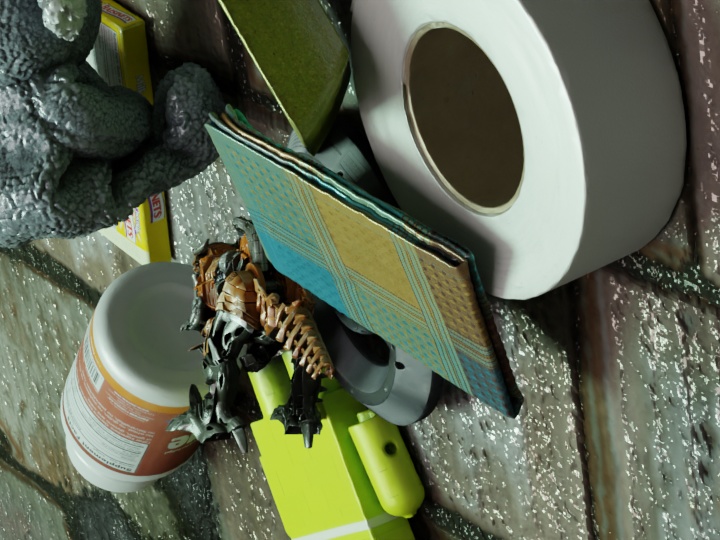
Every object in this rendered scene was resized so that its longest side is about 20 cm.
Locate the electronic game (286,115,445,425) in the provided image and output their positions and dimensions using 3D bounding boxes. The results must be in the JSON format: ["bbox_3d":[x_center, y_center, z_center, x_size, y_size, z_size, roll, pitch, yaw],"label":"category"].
[{"bbox_3d":[0.000,0.000,1.477,0.200,0.041,0.201,51,152,42],"label":"electronic game"}]

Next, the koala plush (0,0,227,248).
[{"bbox_3d":[-0.211,-0.137,1.548,0.177,0.184,0.201,15,132,38],"label":"koala plush"}]

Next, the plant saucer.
[{"bbox_3d":[-0.060,-0.165,1.341,0.201,0.048,0.200,59,-179,0],"label":"plant saucer"}]

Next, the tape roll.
[{"bbox_3d":[0.079,-0.090,1.245,0.202,0.071,0.203,41,143,40],"label":"tape roll"}]

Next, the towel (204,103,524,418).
[{"bbox_3d":[0.004,-0.006,1.341,0.200,0.022,0.147,31,157,35],"label":"towel"}]

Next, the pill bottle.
[{"bbox_3d":[-0.157,0.086,1.743,0.112,0.112,0.200,58,151,16],"label":"pill bottle"}]

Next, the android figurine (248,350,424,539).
[{"bbox_3d":[-0.015,0.148,1.615,0.182,0.041,0.201,-29,82,61],"label":"android figurine"}]

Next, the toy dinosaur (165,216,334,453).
[{"bbox_3d":[-0.069,0.039,1.508,0.200,0.102,0.136,-104,18,-78],"label":"toy dinosaur"}]

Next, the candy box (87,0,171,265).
[{"bbox_3d":[-0.182,-0.107,1.733,0.102,0.026,0.201,33,137,42],"label":"candy box"}]
